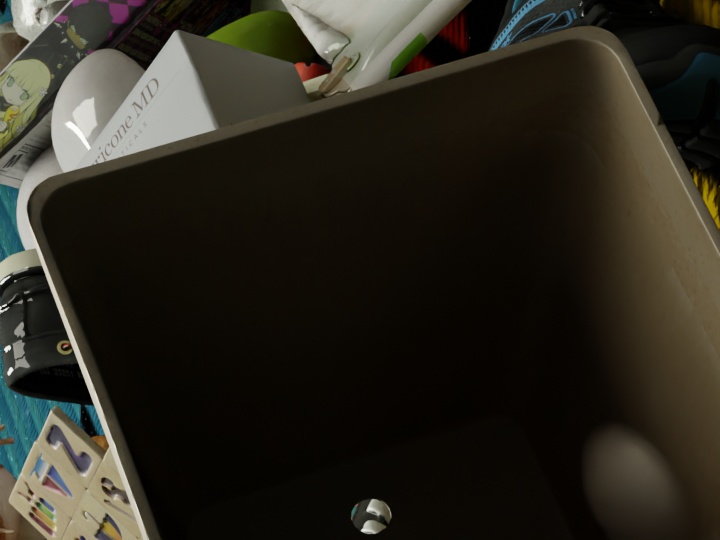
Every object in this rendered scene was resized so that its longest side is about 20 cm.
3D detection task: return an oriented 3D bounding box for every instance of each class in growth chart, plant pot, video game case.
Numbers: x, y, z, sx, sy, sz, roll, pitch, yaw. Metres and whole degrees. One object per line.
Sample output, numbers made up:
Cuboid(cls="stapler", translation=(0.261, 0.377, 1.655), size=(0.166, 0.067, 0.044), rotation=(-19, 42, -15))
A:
Cuboid(cls="growth chart", translation=(0.020, -0.149, 1.224), size=(0.145, 0.018, 0.200), rotation=(-42, 26, 10))
Cuboid(cls="plant pot", translation=(0.019, 0.072, 0.880), size=(0.177, 0.199, 0.201), rotation=(93, 157, -57))
Cuboid(cls="video game case", translation=(-0.116, -0.112, 1.430), size=(0.181, 0.036, 0.200), rotation=(-45, -10, 7))

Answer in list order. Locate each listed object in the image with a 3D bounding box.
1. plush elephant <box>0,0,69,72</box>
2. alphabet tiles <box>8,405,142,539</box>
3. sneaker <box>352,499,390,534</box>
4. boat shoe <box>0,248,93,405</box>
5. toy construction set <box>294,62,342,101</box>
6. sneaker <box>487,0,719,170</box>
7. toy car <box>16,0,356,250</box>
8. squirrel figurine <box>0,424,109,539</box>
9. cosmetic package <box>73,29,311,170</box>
Cuboid(cls="plush elephant", translation=(-0.136, -0.151, 1.607), size=(0.200, 0.154, 0.166), rotation=(-126, 47, -66))
Cuboid(cls="alphabet tiles", translation=(-0.081, 0.152, 1.267), size=(0.006, 0.200, 0.167), rotation=(-43, -9, -34))
Cuboid(cls="sneaker", translation=(0.014, 0.109, 1.043), size=(0.200, 0.071, 0.080), rotation=(-48, -18, -77))
Cuboid(cls="boat shoe", translation=(-0.081, 0.047, 1.258), size=(0.074, 0.201, 0.063), rotation=(-28, 55, 42))
Cuboid(cls="toy construction set", translation=(0.000, 0.000, 1.212), size=(0.131, 0.092, 0.201), rotation=(146, 121, -70))
Cuboid(cls="sneaker", translation=(0.084, -0.077, 0.983), size=(0.200, 0.073, 0.082), rotation=(177, 104, -72))
Cuboid(cls="toy car", translation=(-0.062, -0.042, 1.354), size=(0.150, 0.175, 0.200), rotation=(54, 148, 14))
Cuboid(cls="squirrel figurine", translation=(-0.179, 0.168, 1.534), size=(0.200, 0.186, 0.142), rotation=(125, 149, -56))
Cuboid(cls="cosmetic package", translation=(-0.049, 0.006, 1.139), size=(0.102, 0.074, 0.200), rotation=(-51, 47, 28))
